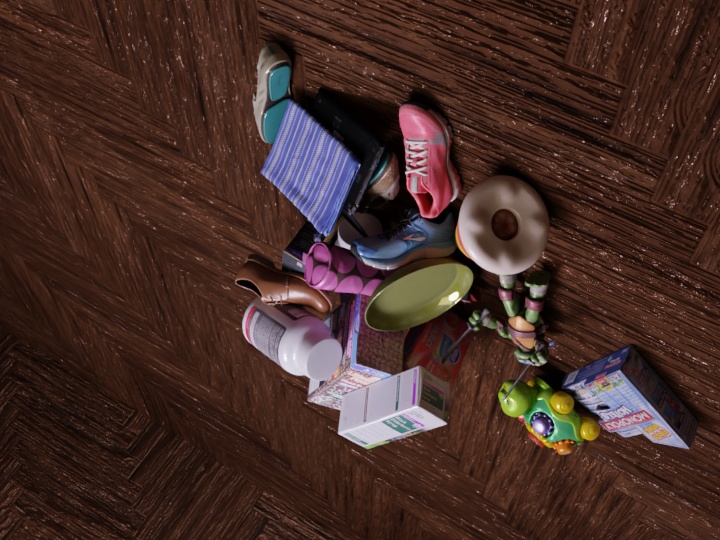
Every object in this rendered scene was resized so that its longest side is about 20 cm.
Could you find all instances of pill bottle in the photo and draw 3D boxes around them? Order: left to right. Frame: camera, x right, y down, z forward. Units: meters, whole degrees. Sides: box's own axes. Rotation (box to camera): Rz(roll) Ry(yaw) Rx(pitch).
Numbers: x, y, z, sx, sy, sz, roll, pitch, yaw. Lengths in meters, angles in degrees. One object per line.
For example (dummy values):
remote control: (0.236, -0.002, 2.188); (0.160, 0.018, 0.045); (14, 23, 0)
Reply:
pill bottle: (-0.123, 0.123, 1.524); (0.199, 0.111, 0.111); (28, 154, 47)
pill bottle: (0.005, -0.012, 1.564); (0.108, 0.109, 0.201); (23, 147, 21)

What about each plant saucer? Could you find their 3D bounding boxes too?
plant saucer: (0.095, 0.036, 1.409); (0.201, 0.197, 0.031); (100, 150, -57)

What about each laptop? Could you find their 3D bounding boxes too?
laptop: (-0.021, -0.166, 1.381); (0.177, 0.102, 0.202); (45, 123, 31)

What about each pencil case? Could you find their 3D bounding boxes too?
pencil case: (0.000, 0.000, 1.429); (0.198, 0.092, 0.093); (13, 177, -34)

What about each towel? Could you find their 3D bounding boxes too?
towel: (-0.085, -0.167, 1.356); (0.200, 0.024, 0.146); (45, 123, 32)

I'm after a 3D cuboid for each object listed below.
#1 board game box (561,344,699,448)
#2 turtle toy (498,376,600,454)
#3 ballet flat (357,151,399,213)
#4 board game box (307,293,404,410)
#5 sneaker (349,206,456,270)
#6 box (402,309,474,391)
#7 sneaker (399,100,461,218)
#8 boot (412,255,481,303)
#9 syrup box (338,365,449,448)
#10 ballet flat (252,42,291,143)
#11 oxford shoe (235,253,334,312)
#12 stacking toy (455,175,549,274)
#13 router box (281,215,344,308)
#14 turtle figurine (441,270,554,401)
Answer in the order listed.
board game box: (0.481, 0.241, 1.469); (0.199, 0.062, 0.200); (39, 150, -3)
turtle toy: (0.344, 0.268, 1.565); (0.200, 0.101, 0.146); (43, 175, -13)
ballet flat: (0.030, -0.144, 1.405); (0.065, 0.071, 0.200); (32, 160, -14)
board game box: (-0.009, 0.151, 1.557); (0.096, 0.161, 0.200); (19, 146, -22)
sneaker: (0.070, -0.064, 1.372); (0.078, 0.198, 0.091); (40, 137, 49)
box: (0.132, 0.166, 1.574); (0.102, 0.201, 0.095); (39, 131, -5)
sneaker: (0.101, -0.163, 1.274); (0.073, 0.087, 0.201); (10, 141, 36)
boot: (0.144, 0.040, 1.535); (0.143, 0.073, 0.201); (31, 146, 7)
syrup box: (0.058, 0.244, 1.466); (0.078, 0.082, 0.199); (32, 139, -33)
ballet flat: (-0.149, -0.297, 1.385); (0.069, 0.070, 0.201); (31, 148, 8)
oxford shoe: (-0.140, 0.041, 1.514); (0.198, 0.072, 0.072); (21, 145, 23)
stacking toy: (0.194, -0.062, 1.313); (0.146, 0.147, 0.200); (41, 168, -8)
router box: (-0.090, -0.027, 1.594); (0.052, 0.158, 0.201); (30, 150, 10)
turtle figurine: (0.251, 0.097, 1.398); (0.144, 0.197, 0.196); (-121, 24, -58)
